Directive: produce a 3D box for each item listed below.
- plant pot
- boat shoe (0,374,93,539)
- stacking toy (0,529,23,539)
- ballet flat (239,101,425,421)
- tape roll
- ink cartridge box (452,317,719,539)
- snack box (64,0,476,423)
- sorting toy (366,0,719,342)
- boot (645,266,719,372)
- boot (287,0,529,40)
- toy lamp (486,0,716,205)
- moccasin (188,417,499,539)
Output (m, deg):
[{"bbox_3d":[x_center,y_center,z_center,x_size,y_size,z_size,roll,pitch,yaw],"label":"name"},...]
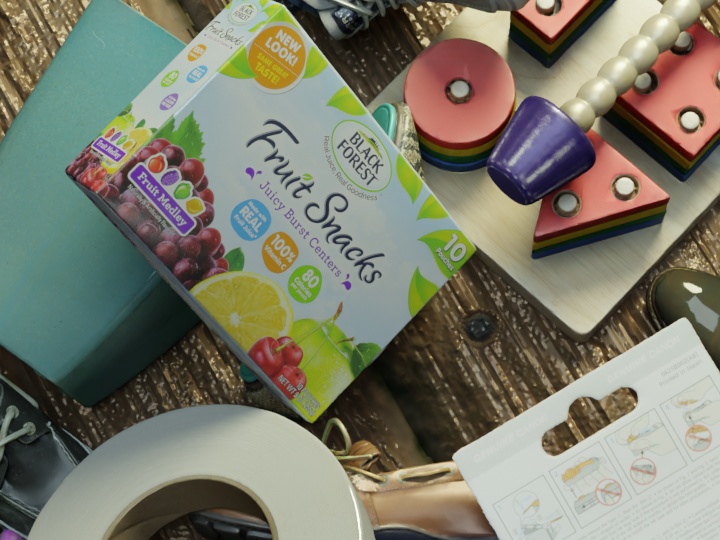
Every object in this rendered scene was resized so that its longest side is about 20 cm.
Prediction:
[{"bbox_3d":[-0.147,-0.030,1.191,0.141,0.141,0.200,35,82,12],"label":"plant pot"},{"bbox_3d":[-0.220,0.100,1.188,0.200,0.064,0.071,37,78,12],"label":"boat shoe"},{"bbox_3d":[-0.231,0.176,1.157,0.200,0.116,0.110,17,68,-7],"label":"stacking toy"},{"bbox_3d":[0.000,0.000,1.210,0.075,0.068,0.200,28,87,-23],"label":"ballet flat"},{"bbox_3d":[-0.090,0.167,1.088,0.202,0.037,0.203,-9,53,12],"label":"tape roll"},{"bbox_3d":[0.167,0.153,1.143,0.162,0.057,0.200,-30,83,-6],"label":"ink cartridge box"},{"bbox_3d":[-0.045,-0.033,1.107,0.142,0.200,0.053,-47,34,-9],"label":"snack box"},{"bbox_3d":[0.129,-0.097,1.233,0.200,0.070,0.199,42,79,13],"label":"sorting toy"},{"bbox_3d":[0.255,0.053,1.165,0.200,0.097,0.075,37,77,12],"label":"boot"},{"bbox_3d":[0.020,-0.173,1.228,0.096,0.074,0.200,-48,35,-5],"label":"boot"},{"bbox_3d":[0.152,-0.118,1.173,0.058,0.058,0.200,41,77,14],"label":"toy lamp"},{"bbox_3d":[0.001,0.130,1.164,0.201,0.074,0.078,-3,68,2],"label":"moccasin"}]
